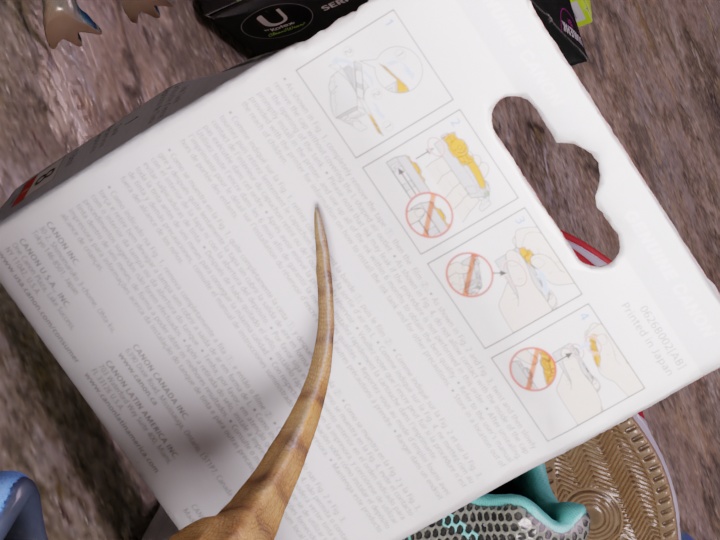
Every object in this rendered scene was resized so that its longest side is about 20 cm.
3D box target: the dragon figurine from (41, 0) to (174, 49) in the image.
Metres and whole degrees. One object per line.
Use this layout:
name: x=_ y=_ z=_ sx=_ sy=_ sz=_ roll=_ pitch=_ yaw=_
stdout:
dragon figurine: x=-0.111 y=-0.149 z=0.993 sx=0.200 sy=0.059 sz=0.100 roll=46 pitch=29 yaw=-56

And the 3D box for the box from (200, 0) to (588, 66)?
box: x=0.005 y=-0.169 z=1.280 sx=0.200 sy=0.124 sz=0.149 roll=34 pitch=38 yaw=-65

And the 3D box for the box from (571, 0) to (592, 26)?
box: x=0.109 y=-0.263 z=1.854 sx=0.201 sy=0.047 sz=0.122 roll=-92 pitch=156 yaw=-47

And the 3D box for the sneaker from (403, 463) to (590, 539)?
sneaker: x=0.028 y=0.059 z=0.989 sx=0.077 sy=0.092 sz=0.200 roll=4 pitch=38 yaw=-34

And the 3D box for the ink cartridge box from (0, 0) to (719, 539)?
ink cartridge box: x=0.000 y=0.000 z=0.888 sx=0.163 sy=0.199 sz=0.050 roll=55 pitch=18 yaw=-13

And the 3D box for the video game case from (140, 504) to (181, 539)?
video game case: x=-0.015 y=0.139 z=1.032 sx=0.200 sy=0.023 sz=0.183 roll=-64 pitch=132 yaw=-68

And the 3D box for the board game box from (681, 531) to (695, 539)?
board game box: x=0.204 y=0.248 z=1.592 sx=0.158 sy=0.039 sz=0.201 roll=46 pitch=24 yaw=-45

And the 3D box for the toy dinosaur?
toy dinosaur: x=-0.041 y=0.090 z=0.827 sx=0.200 sy=0.060 sz=0.107 roll=-54 pitch=161 yaw=-38

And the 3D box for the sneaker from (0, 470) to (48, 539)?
sneaker: x=-0.078 y=0.146 z=0.712 sx=0.066 sy=0.078 sz=0.201 roll=-35 pitch=106 yaw=-62

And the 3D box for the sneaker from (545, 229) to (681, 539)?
sneaker: x=0.123 y=0.068 z=1.476 sx=0.201 sy=0.071 sz=0.112 roll=65 pitch=20 yaw=-9
